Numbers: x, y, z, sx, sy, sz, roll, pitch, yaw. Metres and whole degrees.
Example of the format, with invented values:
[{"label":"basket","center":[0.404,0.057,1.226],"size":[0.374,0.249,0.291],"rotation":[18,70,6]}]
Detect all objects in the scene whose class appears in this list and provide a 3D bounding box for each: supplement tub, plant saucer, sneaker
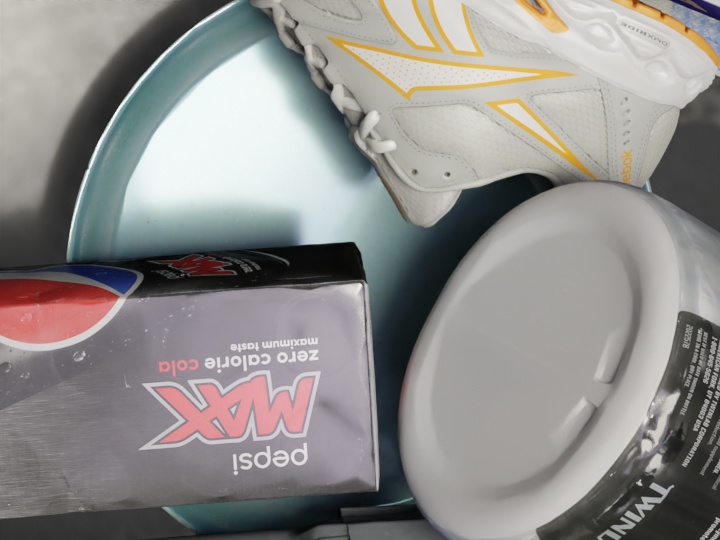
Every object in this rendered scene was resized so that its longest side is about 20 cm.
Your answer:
[{"label":"supplement tub","center":[0.118,0.063,0.931],"size":[0.199,0.122,0.123],"rotation":[30,90,-36]},{"label":"plant saucer","center":[0.000,0.000,0.970],"size":[0.199,0.027,0.202],"rotation":[-3,100,-14]},{"label":"sneaker","center":[0.011,-0.065,0.913],"size":[0.199,0.076,0.092],"rotation":[21,98,-15]}]

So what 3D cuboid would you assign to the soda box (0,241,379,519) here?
[{"label":"soda box","center":[-0.095,0.035,0.908],"size":[0.198,0.063,0.071],"rotation":[-5,101,-2]}]

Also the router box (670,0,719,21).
[{"label":"router box","center":[0.105,-0.179,0.917],"size":[0.199,0.049,0.180],"rotation":[24,93,9]}]

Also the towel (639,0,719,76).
[{"label":"towel","center":[0.154,-0.130,1.002],"size":[0.199,0.024,0.148],"rotation":[17,92,-21]}]

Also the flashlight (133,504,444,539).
[{"label":"flashlight","center":[-0.066,0.112,0.937],"size":[0.198,0.068,0.068],"rotation":[-3,98,-7]}]
